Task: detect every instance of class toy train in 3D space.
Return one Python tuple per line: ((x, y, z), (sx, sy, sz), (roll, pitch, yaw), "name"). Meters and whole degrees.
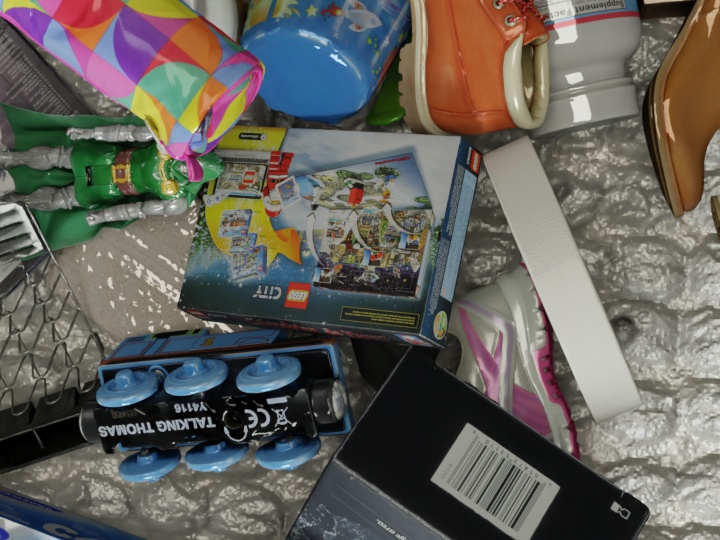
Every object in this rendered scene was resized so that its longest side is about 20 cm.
((-0.097, 0.087, 1.324), (0.198, 0.114, 0.087), (-7, 111, 18), "toy train")

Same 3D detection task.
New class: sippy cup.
((-0.022, -0.179, 1.318), (0.177, 0.140, 0.131), (28, 56, -11), "sippy cup")

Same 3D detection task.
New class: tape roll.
((0.139, 0.006, 1.296), (0.037, 0.203, 0.204), (-23, 89, 7), "tape roll")

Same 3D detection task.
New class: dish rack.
((-0.270, 0.048, 1.379), (0.152, 0.055, 0.201), (-19, 118, 7), "dish rack")

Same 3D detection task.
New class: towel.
((-0.129, 0.014, 1.397), (0.199, 0.034, 0.133), (35, 105, 7), "towel")

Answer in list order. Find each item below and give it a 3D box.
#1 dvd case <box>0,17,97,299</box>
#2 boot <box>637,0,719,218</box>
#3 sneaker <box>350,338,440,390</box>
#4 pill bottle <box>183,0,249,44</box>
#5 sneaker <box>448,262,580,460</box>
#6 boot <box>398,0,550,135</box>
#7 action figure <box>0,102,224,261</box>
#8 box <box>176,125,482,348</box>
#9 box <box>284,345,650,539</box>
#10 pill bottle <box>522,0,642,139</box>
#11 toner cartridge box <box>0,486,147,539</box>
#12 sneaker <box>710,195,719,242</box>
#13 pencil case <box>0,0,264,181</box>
((-0.286, -0.102, 1.433), (0.149, 0.016, 0.200), (-44, 86, 4), "dvd case")
((0.278, -0.141, 1.348), (0.154, 0.077, 0.202), (-3, 84, 3), "boot")
((0.000, 0.000, 1.372), (0.074, 0.107, 0.201), (-14, 55, -15), "sneaker")
((-0.137, -0.172, 1.322), (0.113, 0.200, 0.115), (0, 92, 7), "pill bottle")
((0.106, 0.101, 1.366), (0.087, 0.081, 0.202), (-14, 81, 8), "sneaker")
((0.083, -0.190, 1.274), (0.107, 0.075, 0.202), (8, 108, 39), "boot")
((-0.182, -0.070, 1.354), (0.199, 0.055, 0.119), (-4, 99, 29), "action figure")
((-0.023, -0.026, 1.297), (0.199, 0.038, 0.138), (6, 78, 31), "box")
((0.060, 0.191, 1.299), (0.196, 0.200, 0.118), (34, 53, 5), "box")
((0.138, -0.200, 1.337), (0.108, 0.109, 0.202), (-12, 90, 7), "pill bottle")
((-0.207, 0.212, 1.392), (0.199, 0.095, 0.044), (19, 92, 5), "toner cartridge box")
((0.324, 0.025, 1.340), (0.089, 0.067, 0.202), (-22, 90, 4), "sneaker")
((-0.154, -0.150, 1.184), (0.200, 0.088, 0.089), (40, 95, 5), "pencil case")
